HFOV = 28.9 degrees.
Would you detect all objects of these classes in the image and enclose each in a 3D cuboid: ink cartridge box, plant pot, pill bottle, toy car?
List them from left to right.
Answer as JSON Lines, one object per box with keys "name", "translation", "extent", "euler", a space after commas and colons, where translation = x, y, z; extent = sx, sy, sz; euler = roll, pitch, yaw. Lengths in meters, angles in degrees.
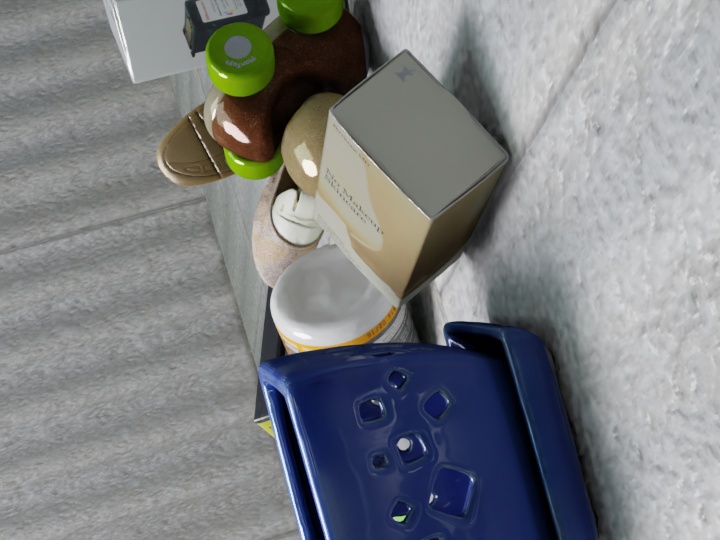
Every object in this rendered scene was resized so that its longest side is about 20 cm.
{"name": "ink cartridge box", "translation": [-0.128, -0.251, 1.251], "extent": [0.146, 0.200, 0.083], "euler": [-120, 17, -55]}
{"name": "toy car", "translation": [-0.013, -0.118, 1.143], "extent": [0.200, 0.158, 0.164], "euler": [40, 162, 18]}
{"name": "pill bottle", "translation": [-0.001, 0.080, 1.273], "extent": [0.116, 0.116, 0.200], "euler": [-117, 5, -48]}
{"name": "plant pot", "translation": [0.045, 0.137, 0.952], "extent": [0.200, 0.179, 0.200], "euler": [170, 84, -79]}

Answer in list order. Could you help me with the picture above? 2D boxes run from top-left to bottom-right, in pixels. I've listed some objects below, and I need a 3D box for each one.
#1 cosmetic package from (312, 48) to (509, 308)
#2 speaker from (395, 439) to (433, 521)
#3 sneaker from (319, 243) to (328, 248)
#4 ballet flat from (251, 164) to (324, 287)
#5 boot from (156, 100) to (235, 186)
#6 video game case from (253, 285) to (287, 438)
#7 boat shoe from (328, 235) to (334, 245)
{"name": "cosmetic package", "translation": [0.028, -0.057, 0.970], "extent": [0.105, 0.071, 0.200], "euler": [47, 165, 11]}
{"name": "speaker", "translation": [0.072, 0.202, 1.186], "extent": [0.200, 0.088, 0.089], "euler": [-131, 27, -68]}
{"name": "sneaker", "translation": [-0.042, 0.044, 1.549], "extent": [0.200, 0.072, 0.072], "euler": [-93, -3, -46]}
{"name": "ballet flat", "translation": [-0.054, -0.082, 1.315], "extent": [0.067, 0.068, 0.200], "euler": [150, 135, -65]}
{"name": "boot", "translation": [-0.110, -0.158, 1.333], "extent": [0.072, 0.200, 0.155], "euler": [54, 178, -18]}
{"name": "video game case", "translation": [-0.036, 0.109, 1.385], "extent": [0.181, 0.025, 0.200], "euler": [45, -146, -39]}
{"name": "boat shoe", "translation": [0.000, 0.000, 1.323], "extent": [0.075, 0.062, 0.200], "euler": [-93, 5, -51]}
